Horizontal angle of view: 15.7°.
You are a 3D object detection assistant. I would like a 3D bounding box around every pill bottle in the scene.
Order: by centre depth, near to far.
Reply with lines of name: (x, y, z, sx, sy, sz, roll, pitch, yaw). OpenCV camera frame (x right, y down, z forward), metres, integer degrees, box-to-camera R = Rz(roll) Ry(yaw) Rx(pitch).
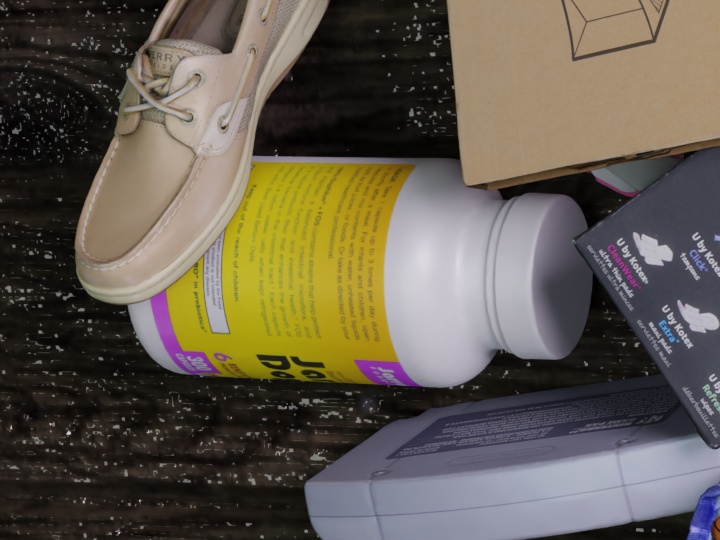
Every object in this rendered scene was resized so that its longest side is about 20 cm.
pill bottle: (0.000, 0.000, 1.188, 0.200, 0.104, 0.105, 2, 102, 27)

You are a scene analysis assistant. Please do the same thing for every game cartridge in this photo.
game cartridge: (0.083, 0.083, 1.148, 0.200, 0.133, 0.041, -10, 96, 29)

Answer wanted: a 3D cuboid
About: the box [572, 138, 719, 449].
box: (0.206, -0.031, 1.040, 0.200, 0.122, 0.106, -38, 82, 29)

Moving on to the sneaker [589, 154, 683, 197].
sneaker: (0.096, -0.128, 1.120, 0.088, 0.081, 0.200, -28, 83, 26)

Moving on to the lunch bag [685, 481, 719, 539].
lunch bag: (0.243, 0.137, 1.060, 0.200, 0.170, 0.124, 24, 115, 22)

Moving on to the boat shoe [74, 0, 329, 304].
boat shoe: (-0.079, -0.079, 1.170, 0.072, 0.065, 0.200, 14, 65, 33)

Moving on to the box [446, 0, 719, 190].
box: (0.100, -0.142, 1.025, 0.163, 0.021, 0.201, -10, 82, 36)
